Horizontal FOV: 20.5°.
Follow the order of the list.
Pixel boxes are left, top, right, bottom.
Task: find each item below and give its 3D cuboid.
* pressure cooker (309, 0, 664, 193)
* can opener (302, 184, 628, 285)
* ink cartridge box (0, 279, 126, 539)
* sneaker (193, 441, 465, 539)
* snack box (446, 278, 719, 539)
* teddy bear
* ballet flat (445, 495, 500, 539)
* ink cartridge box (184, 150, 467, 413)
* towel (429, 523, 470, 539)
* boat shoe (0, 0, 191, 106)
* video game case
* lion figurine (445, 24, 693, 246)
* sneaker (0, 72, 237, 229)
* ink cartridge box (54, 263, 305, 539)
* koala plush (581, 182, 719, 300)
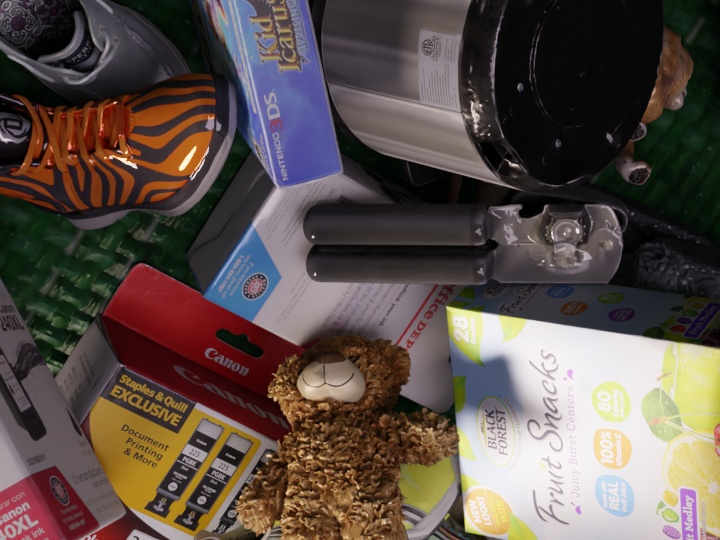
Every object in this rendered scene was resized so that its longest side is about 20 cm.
[{"bbox_3d":[0.059,-0.149,1.203,0.179,0.200,0.176,35,76,-46],"label":"pressure cooker"},{"bbox_3d":[0.066,-0.023,1.246,0.199,0.067,0.054,1,116,10],"label":"can opener"},{"bbox_3d":[-0.236,0.085,1.189,0.083,0.145,0.200,-29,87,7],"label":"ink cartridge box"},{"bbox_3d":[-0.017,0.159,1.293,0.200,0.075,0.077,-34,109,-10],"label":"sneaker"},{"bbox_3d":[0.159,0.096,1.239,0.068,0.199,0.169,-39,129,-50],"label":"snack box"},{"bbox_3d":[-0.012,0.127,1.227,0.067,0.145,0.201,35,60,-47],"label":"teddy bear"},{"bbox_3d":[0.060,0.183,1.429,0.200,0.064,0.076,38,98,-29],"label":"ballet flat"},{"bbox_3d":[0.000,0.000,1.320,0.200,0.068,0.115,28,104,-27],"label":"ink cartridge box"},{"bbox_3d":[0.057,0.222,1.416,0.146,0.022,0.200,-16,140,43],"label":"towel"},{"bbox_3d":[-0.181,-0.140,1.192,0.201,0.072,0.070,33,101,-28],"label":"boat shoe"},{"bbox_3d":[-0.071,-0.172,1.151,0.045,0.181,0.201,-16,118,-9],"label":"video game case"},{"bbox_3d":[0.126,-0.096,1.305,0.199,0.123,0.073,-17,132,5],"label":"lion figurine"},{"bbox_3d":[-0.162,-0.073,1.165,0.112,0.200,0.078,14,66,-36],"label":"sneaker"},{"bbox_3d":[-0.109,0.119,1.331,0.200,0.084,0.176,28,102,-27],"label":"ink cartridge box"},{"bbox_3d":[0.183,0.067,1.358,0.183,0.177,0.200,15,106,-38],"label":"koala plush"}]
